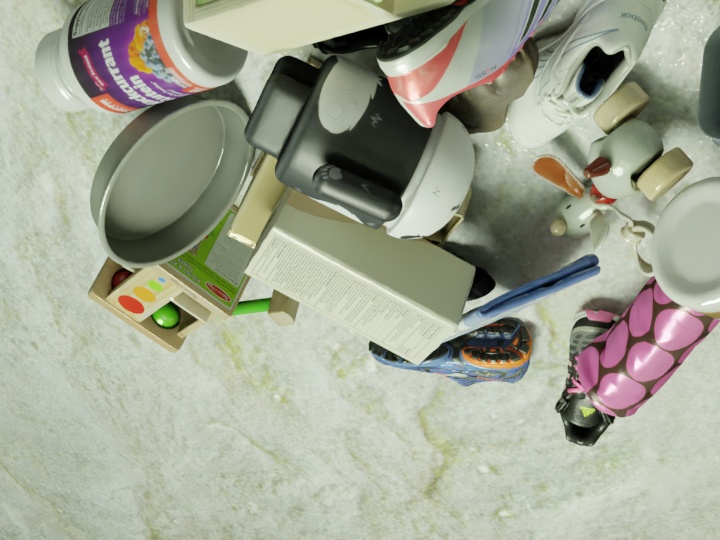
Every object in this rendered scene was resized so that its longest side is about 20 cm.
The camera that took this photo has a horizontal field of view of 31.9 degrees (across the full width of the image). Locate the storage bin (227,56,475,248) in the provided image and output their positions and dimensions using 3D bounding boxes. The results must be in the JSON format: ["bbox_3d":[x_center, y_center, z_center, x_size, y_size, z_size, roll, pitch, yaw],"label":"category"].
[{"bbox_3d":[-0.010,-0.077,1.267,0.198,0.094,0.200,27,143,-7],"label":"storage bin"}]

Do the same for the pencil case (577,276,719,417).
[{"bbox_3d":[0.289,0.054,1.243,0.094,0.090,0.200,57,134,28],"label":"pencil case"}]

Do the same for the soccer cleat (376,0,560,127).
[{"bbox_3d":[0.106,-0.192,0.995,0.068,0.199,0.073,31,153,60],"label":"soccer cleat"}]

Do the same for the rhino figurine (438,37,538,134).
[{"bbox_3d":[0.098,-0.163,1.113,0.087,0.060,0.200,42,158,4],"label":"rhino figurine"}]

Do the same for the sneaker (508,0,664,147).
[{"bbox_3d":[0.177,-0.163,1.066,0.074,0.087,0.200,26,145,-7],"label":"sneaker"}]

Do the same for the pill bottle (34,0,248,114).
[{"bbox_3d":[-0.212,-0.210,1.190,0.199,0.112,0.112,-9,134,36],"label":"pill bottle"}]

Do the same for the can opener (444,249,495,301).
[{"bbox_3d":[0.052,0.028,1.390,0.199,0.064,0.079,-16,130,40],"label":"can opener"}]

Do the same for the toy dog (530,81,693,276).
[{"bbox_3d":[0.213,-0.072,1.135,0.132,0.096,0.201,46,150,32],"label":"toy dog"}]

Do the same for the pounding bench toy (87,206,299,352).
[{"bbox_3d":[-0.183,0.017,1.449,0.200,0.125,0.156,37,142,-18],"label":"pounding bench toy"}]

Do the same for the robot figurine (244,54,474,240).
[{"bbox_3d":[0.001,-0.107,1.100,0.199,0.151,0.125,25,160,-7],"label":"robot figurine"}]

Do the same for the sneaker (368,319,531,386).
[{"bbox_3d":[0.102,0.100,1.449,0.199,0.076,0.079,7,144,23],"label":"sneaker"}]

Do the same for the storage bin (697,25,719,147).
[{"bbox_3d":[0.384,-0.121,0.979,0.199,0.146,0.134,-10,143,37],"label":"storage bin"}]

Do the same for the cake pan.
[{"bbox_3d":[-0.193,-0.094,1.276,0.037,0.200,0.201,40,151,26],"label":"cake pan"}]

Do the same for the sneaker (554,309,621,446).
[{"bbox_3d":[0.256,0.125,1.384,0.073,0.088,0.201,13,142,13],"label":"sneaker"}]

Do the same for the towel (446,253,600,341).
[{"bbox_3d":[0.142,0.034,1.264,0.024,0.146,0.200,67,161,5],"label":"towel"}]

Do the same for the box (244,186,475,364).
[{"bbox_3d":[0.000,0.000,1.214,0.199,0.078,0.095,29,143,-10],"label":"box"}]

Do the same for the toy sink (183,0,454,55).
[{"bbox_3d":[-0.036,-0.262,0.984,0.199,0.131,0.112,-7,171,35],"label":"toy sink"}]

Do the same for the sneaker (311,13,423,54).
[{"bbox_3d":[-0.036,-0.231,1.089,0.199,0.091,0.076,8,138,20],"label":"sneaker"}]

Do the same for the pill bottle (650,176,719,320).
[{"bbox_3d":[0.357,-0.002,1.106,0.199,0.115,0.114,17,153,-39],"label":"pill bottle"}]
